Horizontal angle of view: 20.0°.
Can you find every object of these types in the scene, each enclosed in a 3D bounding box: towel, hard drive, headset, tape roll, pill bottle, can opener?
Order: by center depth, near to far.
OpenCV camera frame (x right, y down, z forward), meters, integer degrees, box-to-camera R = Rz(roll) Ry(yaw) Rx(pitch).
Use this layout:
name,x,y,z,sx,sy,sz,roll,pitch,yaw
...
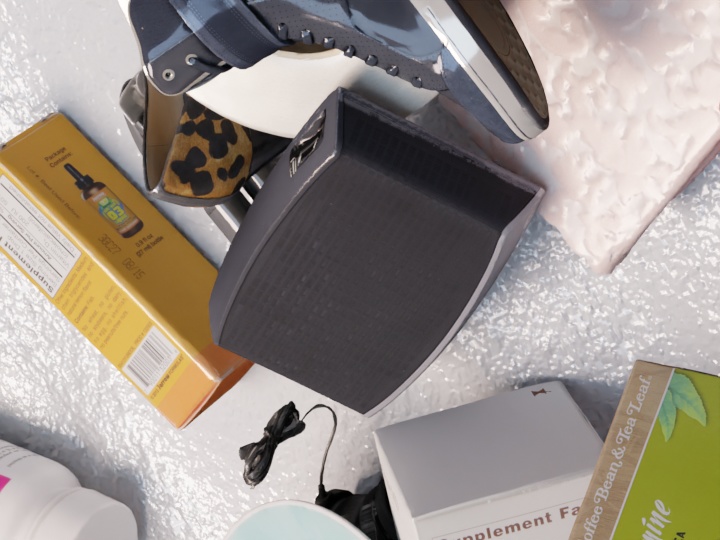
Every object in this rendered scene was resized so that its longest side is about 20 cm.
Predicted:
name,x,y,z,sx,sy,sz,roll,pitch,yaw
towel,0.110,-0.126,1.017,0.200,0.032,0.191,49,133,16
tape roll,-0.031,-0.162,1.022,0.201,0.037,0.204,7,123,11
hard drive,0.000,0.000,1.094,0.134,0.042,0.200,26,138,-8
can opener,-0.069,-0.040,1.206,0.200,0.053,0.067,51,163,-1
headset,0.006,0.165,1.228,0.123,0.094,0.200,-25,108,40
pill bottle,-0.260,0.172,1.397,0.199,0.113,0.114,17,123,25

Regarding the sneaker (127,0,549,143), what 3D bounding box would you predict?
name,x,y,z,sx,sy,sz,roll,pitch,yaw
sneaker,-0.017,-0.109,0.975,0.146,0.077,0.202,-40,96,20

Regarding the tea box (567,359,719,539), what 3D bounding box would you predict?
name,x,y,z,sx,sy,sz,roll,pitch,yaw
tea box,0.224,0.161,1.000,0.196,0.134,0.200,12,156,30

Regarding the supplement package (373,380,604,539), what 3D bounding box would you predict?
name,x,y,z,sx,sy,sz,roll,pitch,yaw
supplement package,0.090,0.184,1.140,0.117,0.117,0.201,-14,111,-5

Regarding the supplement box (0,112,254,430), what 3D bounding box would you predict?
name,x,y,z,sx,sy,sz,roll,pitch,yaw
supplement box,-0.150,-0.001,1.260,0.200,0.066,0.069,47,134,4

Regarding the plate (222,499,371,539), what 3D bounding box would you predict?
name,x,y,z,sx,sy,sz,roll,pitch,yaw
plate,-0.020,0.229,1.175,0.199,0.025,0.202,9,103,45

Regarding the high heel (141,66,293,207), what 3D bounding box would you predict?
name,x,y,z,sx,sy,sz,roll,pitch,yaw
high heel,-0.117,-0.129,1.115,0.200,0.142,0.071,49,132,1
